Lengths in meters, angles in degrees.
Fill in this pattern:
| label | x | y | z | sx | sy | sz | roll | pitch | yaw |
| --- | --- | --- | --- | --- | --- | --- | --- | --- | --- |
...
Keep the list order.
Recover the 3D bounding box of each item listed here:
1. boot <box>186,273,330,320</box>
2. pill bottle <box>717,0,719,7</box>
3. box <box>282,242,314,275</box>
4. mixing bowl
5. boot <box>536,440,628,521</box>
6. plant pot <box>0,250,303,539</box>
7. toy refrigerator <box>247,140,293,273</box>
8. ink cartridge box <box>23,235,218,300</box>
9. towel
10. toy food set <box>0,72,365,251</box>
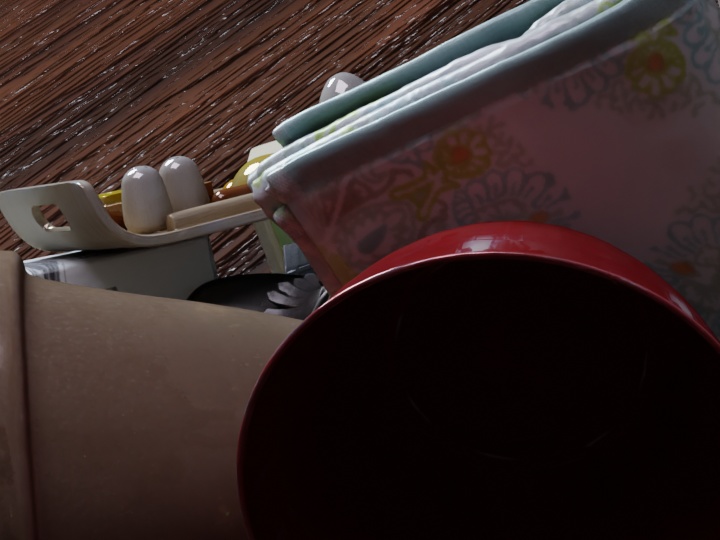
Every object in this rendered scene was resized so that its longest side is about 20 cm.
| label | x | y | z | sx | sy | sz | roll | pitch | yaw |
| --- | --- | --- | --- | --- | --- | --- | --- | --- | --- |
| boot | 0.000 | 0.000 | 1.184 | 0.200 | 0.174 | 0.069 | 8 | 63 | 15 |
| pill bottle | 0.233 | -0.133 | 1.306 | 0.110 | 0.200 | 0.110 | -18 | 18 | 6 |
| box | 0.062 | 0.005 | 1.344 | 0.200 | 0.048 | 0.158 | -19 | 22 | 3 |
| mixing bowl | 0.059 | 0.057 | 1.012 | 0.200 | 0.200 | 0.108 | -14 | 26 | 15 |
| boot | 0.148 | 0.057 | 1.128 | 0.200 | 0.075 | 0.107 | -28 | 26 | 1 |
| plant pot | -0.096 | 0.084 | 1.148 | 0.175 | 0.200 | 0.200 | -5 | 21 | -4 |
| toy refrigerator | 0.042 | -0.050 | 1.457 | 0.200 | 0.076 | 0.070 | -16 | 22 | 11 |
| ink cartridge box | -0.175 | 0.040 | 1.333 | 0.200 | 0.084 | 0.146 | -12 | 4 | -15 |
| towel | 0.077 | -0.018 | 1.058 | 0.200 | 0.171 | 0.048 | -24 | 27 | 20 |
| toy food set | -0.066 | -0.054 | 1.303 | 0.200 | 0.060 | 0.143 | -14 | 5 | -24 |
